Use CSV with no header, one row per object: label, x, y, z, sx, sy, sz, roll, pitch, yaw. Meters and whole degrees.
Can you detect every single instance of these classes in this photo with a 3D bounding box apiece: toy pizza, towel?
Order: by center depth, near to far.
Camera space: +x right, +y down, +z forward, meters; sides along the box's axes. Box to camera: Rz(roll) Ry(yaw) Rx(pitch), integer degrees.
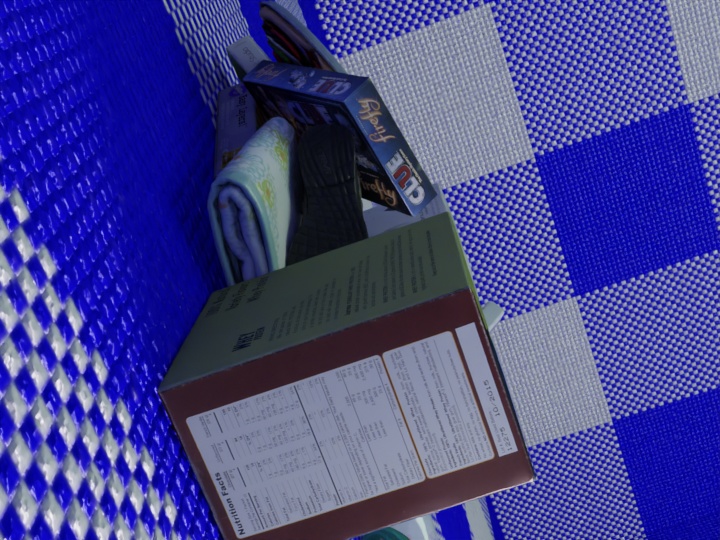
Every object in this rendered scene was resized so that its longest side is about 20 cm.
towel,-0.076,-0.014,0.838,0.171,0.048,0.201,-76,159,-65
toy pizza,-0.042,-0.190,0.987,0.200,0.032,0.200,48,-2,2

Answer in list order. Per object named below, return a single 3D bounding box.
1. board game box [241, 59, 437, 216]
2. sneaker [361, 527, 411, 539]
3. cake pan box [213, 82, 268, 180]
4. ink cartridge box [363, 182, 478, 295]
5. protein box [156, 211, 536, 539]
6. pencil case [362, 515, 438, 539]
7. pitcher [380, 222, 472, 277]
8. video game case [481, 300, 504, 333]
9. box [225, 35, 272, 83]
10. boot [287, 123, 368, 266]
board game box,-0.024,-0.131,0.926,0.200,0.035,0.136,25,-26,54
sneaker,0.026,0.305,0.877,0.080,0.077,0.200,58,12,-28
cake pan box,-0.093,-0.073,1.016,0.185,0.052,0.201,-96,165,-54
ink cartridge box,0.034,-0.003,1.241,0.084,0.199,0.147,58,14,-52
protein box,-0.005,0.073,0.670,0.199,0.199,0.136,-86,156,-74
pencil case,0.033,0.251,1.029,0.091,0.082,0.201,105,-28,-67
pitcher,0.036,0.054,0.945,0.200,0.120,0.172,-65,178,-60
video game case,0.054,0.136,0.917,0.023,0.183,0.200,36,34,10
box,-0.085,-0.161,1.135,0.145,0.036,0.200,52,-9,34
boot,-0.019,-0.017,0.858,0.132,0.069,0.201,79,14,-63
